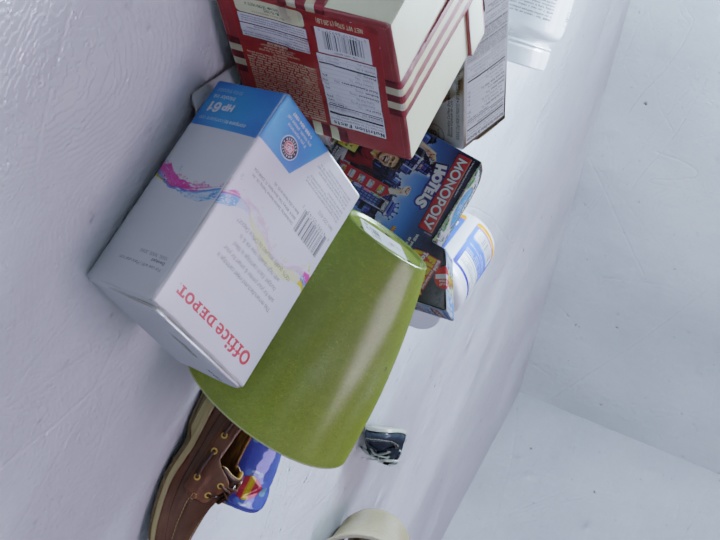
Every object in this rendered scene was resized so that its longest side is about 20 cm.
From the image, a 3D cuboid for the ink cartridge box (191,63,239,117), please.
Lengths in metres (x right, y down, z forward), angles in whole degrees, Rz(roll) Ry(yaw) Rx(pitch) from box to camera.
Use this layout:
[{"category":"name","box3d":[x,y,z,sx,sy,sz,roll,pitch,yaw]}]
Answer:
[{"category":"ink cartridge box","box3d":[-0.111,-0.093,1.068,0.162,0.050,0.201,-48,137,-51]}]

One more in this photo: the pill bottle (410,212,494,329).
[{"category":"pill bottle","box3d":[0.123,0.002,1.828,0.200,0.112,0.113,-50,156,-48]}]

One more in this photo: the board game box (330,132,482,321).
[{"category":"board game box","box3d":[0.039,-0.045,1.253,0.201,0.199,0.062,-57,163,-3]}]

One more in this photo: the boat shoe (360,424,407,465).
[{"category":"boat shoe","box3d":[0.038,0.296,2.008,0.200,0.074,0.062,81,21,-78]}]

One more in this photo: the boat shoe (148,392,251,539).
[{"category":"boat shoe","box3d":[-0.157,0.210,1.223,0.201,0.067,0.072,-67,165,-6]}]

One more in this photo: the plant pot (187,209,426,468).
[{"category":"plant pot","box3d":[-0.033,0.049,1.118,0.200,0.187,0.187,-54,168,13]}]

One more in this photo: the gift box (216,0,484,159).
[{"category":"gift box","box3d":[0.007,-0.233,0.971,0.200,0.184,0.187,85,29,-57]}]

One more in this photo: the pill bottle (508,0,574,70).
[{"category":"pill bottle","box3d":[0.258,-0.404,1.747,0.113,0.113,0.201,-22,132,-69]}]

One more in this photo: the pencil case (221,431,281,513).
[{"category":"pencil case","box3d":[-0.111,0.164,1.303,0.087,0.078,0.201,-179,-69,-80]}]

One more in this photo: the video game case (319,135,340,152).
[{"category":"video game case","box3d":[-0.008,-0.232,1.237,0.182,0.023,0.201,40,71,-74]}]

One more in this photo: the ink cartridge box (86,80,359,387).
[{"category":"ink cartridge box","box3d":[-0.106,-0.028,0.961,0.201,0.084,0.145,-60,142,-19]}]

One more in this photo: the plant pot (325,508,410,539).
[{"category":"plant pot","box3d":[0.010,0.499,2.002,0.184,0.199,0.202,-57,165,-75]}]

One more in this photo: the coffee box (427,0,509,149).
[{"category":"coffee box","box3d":[0.084,-0.240,1.216,0.080,0.114,0.201,-38,143,-33]}]
